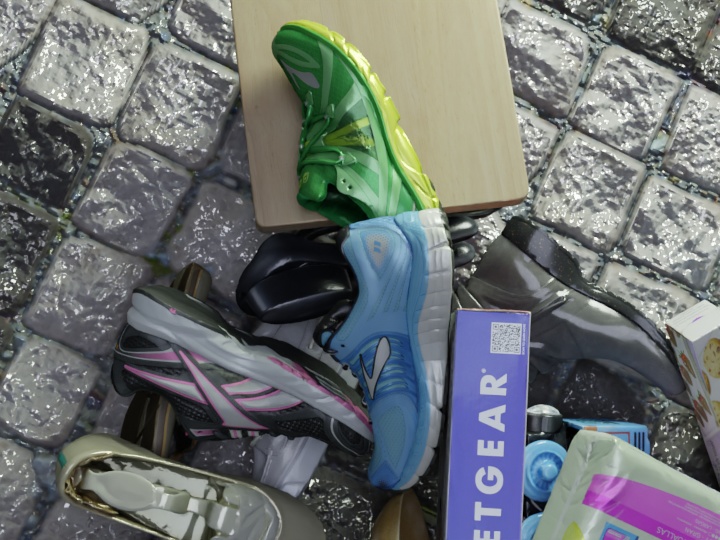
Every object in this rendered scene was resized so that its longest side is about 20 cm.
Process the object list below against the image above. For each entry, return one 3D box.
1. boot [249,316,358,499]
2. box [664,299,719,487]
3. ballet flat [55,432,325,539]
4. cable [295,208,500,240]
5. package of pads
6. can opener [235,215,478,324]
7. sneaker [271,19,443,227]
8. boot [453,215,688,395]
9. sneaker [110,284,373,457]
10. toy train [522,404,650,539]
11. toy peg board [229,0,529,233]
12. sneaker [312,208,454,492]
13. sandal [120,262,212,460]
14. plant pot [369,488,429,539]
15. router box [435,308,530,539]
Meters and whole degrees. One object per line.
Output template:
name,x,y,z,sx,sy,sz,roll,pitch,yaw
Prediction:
boot,-0.067,0.112,0.926,0.095,0.074,0.201,27,75,3
box,0.286,0.117,0.927,0.041,0.039,0.201,-27,116,-7
ballet flat,-0.118,0.167,0.835,0.199,0.069,0.070,18,84,-5
cable,0.040,-0.050,0.965,0.200,0.050,0.097,-41,88,3
package of pads,0.191,0.237,0.863,0.154,0.068,0.201,28,82,-19
can opener,0.000,0.000,0.912,0.199,0.064,0.079,-13,55,-24
sneaker,-0.013,-0.083,0.823,0.083,0.074,0.201,-27,81,-13
boot,0.155,0.065,0.956,0.200,0.070,0.132,39,89,6
sneaker,-0.087,0.089,0.862,0.199,0.080,0.087,28,98,-3
toy train,0.162,0.205,0.928,0.114,0.087,0.201,2,87,-14
toy peg board,0.008,-0.128,0.922,0.198,0.098,0.201,-7,78,-5
sneaker,0.013,0.053,0.801,0.089,0.078,0.201,2,110,1
sandal,-0.138,0.095,0.918,0.054,0.080,0.201,19,79,-25
plant pot,0.032,0.251,0.826,0.027,0.200,0.201,-8,86,9
router box,0.081,0.130,0.832,0.049,0.180,0.201,3,86,2
